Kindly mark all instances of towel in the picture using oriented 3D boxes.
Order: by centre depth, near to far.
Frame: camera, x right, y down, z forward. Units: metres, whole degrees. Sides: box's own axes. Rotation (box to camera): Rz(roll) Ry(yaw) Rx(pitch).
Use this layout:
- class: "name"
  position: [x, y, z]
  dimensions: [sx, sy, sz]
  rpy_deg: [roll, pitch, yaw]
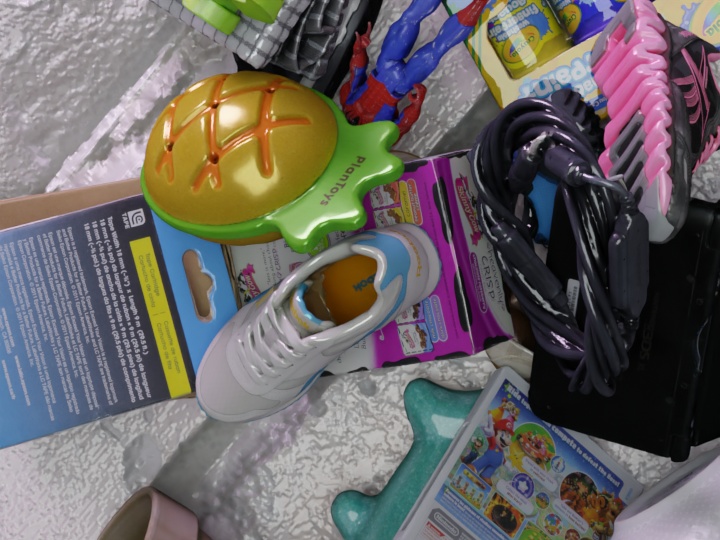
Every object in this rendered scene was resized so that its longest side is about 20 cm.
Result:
- class: "towel"
  position: [-0.072, -0.238, 1.471]
  dimensions: [0.200, 0.086, 0.166]
  rpy_deg: [33, 96, 35]

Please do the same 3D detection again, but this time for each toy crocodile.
- class: "toy crocodile"
  position: [-0.115, -0.217, 1.403]
  dimensions: [0.200, 0.062, 0.068]
  rpy_deg: [41, 99, 34]

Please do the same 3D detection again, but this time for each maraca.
- class: "maraca"
  position: [-0.062, -0.071, 1.411]
  dimensions: [0.200, 0.107, 0.137]
  rpy_deg: [17, 62, 37]

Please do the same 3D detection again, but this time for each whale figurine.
- class: "whale figurine"
  position: [0.056, 0.181, 1.509]
  dimensions: [0.158, 0.104, 0.201]
  rpy_deg: [9, 94, 5]

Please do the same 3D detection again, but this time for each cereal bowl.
- class: "cereal bowl"
  position: [0.233, 0.180, 1.445]
  dimensions: [0.200, 0.200, 0.083]
  rpy_deg: [-36, 88, 7]

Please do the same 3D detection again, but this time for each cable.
- class: "cable"
  position: [0.123, -0.009, 1.363]
  dimensions: [0.051, 0.163, 0.201]
  rpy_deg: [-25, 130, -23]

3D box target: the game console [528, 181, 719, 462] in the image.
- class: "game console"
  position: [0.222, 0.017, 1.461]
  dimensions: [0.175, 0.116, 0.201]
  rpy_deg: [15, 123, 17]

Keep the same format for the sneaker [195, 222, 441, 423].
- class: "sneaker"
  position: [-0.042, 0.035, 1.413]
  dimensions: [0.200, 0.081, 0.077]
  rpy_deg: [-39, 77, 23]

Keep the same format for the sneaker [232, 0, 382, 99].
- class: "sneaker"
  position: [-0.053, -0.154, 1.513]
  dimensions: [0.083, 0.072, 0.200]
  rpy_deg: [30, 96, 5]

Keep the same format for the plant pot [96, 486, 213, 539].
- class: "plant pot"
  position: [-0.123, 0.280, 1.507]
  dimensions: [0.173, 0.200, 0.200]
  rpy_deg: [29, 97, -14]

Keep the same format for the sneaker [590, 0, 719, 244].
- class: "sneaker"
  position: [0.206, -0.092, 1.377]
  dimensions: [0.095, 0.200, 0.079]
  rpy_deg: [22, 136, -20]

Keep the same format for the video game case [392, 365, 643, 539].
- class: "video game case"
  position: [0.103, 0.187, 1.476]
  dimensions: [0.143, 0.018, 0.200]
  rpy_deg: [41, 62, -14]

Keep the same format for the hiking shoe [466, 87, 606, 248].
- class: "hiking shoe"
  position: [0.156, -0.041, 1.474]
  dimensions: [0.087, 0.075, 0.200]
  rpy_deg: [-28, 125, 16]

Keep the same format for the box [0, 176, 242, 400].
- class: "box"
  position: [-0.181, 0.018, 1.534]
  dimensions: [0.199, 0.021, 0.164]
  rpy_deg: [-9, 94, 23]

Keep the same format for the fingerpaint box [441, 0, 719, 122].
- class: "fingerpaint box"
  position: [0.165, -0.198, 1.486]
  dimensions: [0.200, 0.073, 0.167]
  rpy_deg: [-28, 92, 7]

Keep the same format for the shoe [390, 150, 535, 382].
- class: "shoe"
  position: [0.076, -0.006, 1.512]
  dimensions: [0.070, 0.053, 0.200]
  rpy_deg: [-40, 92, -9]

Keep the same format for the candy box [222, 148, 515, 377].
- class: "candy box"
  position: [0.000, 0.000, 1.480]
  dimensions: [0.199, 0.061, 0.137]
  rpy_deg: [-9, 94, 36]

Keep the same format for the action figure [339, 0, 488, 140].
- class: "action figure"
  position: [0.027, -0.143, 1.479]
  dimensions: [0.065, 0.052, 0.200]
  rpy_deg: [43, 133, 8]

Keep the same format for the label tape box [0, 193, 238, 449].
- class: "label tape box"
  position: [-0.192, 0.031, 1.480]
  dimensions: [0.199, 0.063, 0.145]
  rpy_deg: [-15, 92, -19]
